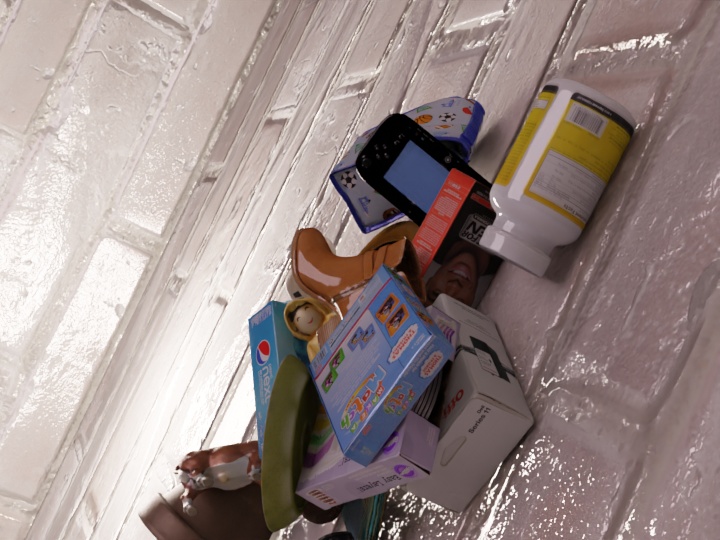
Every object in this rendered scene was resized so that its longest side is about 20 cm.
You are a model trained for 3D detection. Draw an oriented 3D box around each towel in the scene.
[{"bbox_3d":[0.006,0.254,1.223,0.147,0.021,0.202,-104,21,-60],"label":"towel"}]

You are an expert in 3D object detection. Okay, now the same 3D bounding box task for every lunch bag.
[{"bbox_3d":[0.081,-0.157,1.449,0.198,0.125,0.170,-26,19,25],"label":"lunch bag"}]

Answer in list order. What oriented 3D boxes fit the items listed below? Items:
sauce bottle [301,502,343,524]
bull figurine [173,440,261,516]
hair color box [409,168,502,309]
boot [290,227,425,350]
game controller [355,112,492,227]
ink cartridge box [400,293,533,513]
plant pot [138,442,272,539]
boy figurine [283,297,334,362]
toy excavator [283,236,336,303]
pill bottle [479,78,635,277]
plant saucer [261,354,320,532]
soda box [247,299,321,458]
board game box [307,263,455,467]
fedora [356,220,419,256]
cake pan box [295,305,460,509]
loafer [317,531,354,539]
[{"bbox_3d":[-0.057,0.277,1.359,0.067,0.065,0.200,-63,6,-1],"label":"sauce bottle"},{"bbox_3d":[-0.161,0.270,1.416,0.122,0.197,0.066,-103,-1,-72],"label":"bull figurine"},{"bbox_3d":[0.113,-0.011,1.275,0.202,0.101,0.061,-62,32,6],"label":"hair color box"},{"bbox_3d":[0.000,0.000,1.264,0.154,0.073,0.202,-37,59,29],"label":"boot"},{"bbox_3d":[0.090,-0.113,1.342,0.105,0.199,0.042,-52,-2,30],"label":"game controller"},{"bbox_3d":[0.100,0.145,1.151,0.147,0.082,0.201,-55,21,22],"label":"ink cartridge box"},{"bbox_3d":[-0.196,0.354,1.506,0.175,0.200,0.200,-49,18,-14],"label":"plant pot"},{"bbox_3d":[-0.019,0.099,1.331,0.125,0.200,0.064,-49,-21,12],"label":"boy figurine"},{"bbox_3d":[-0.083,0.066,1.539,0.193,0.201,0.100,-30,31,14],"label":"toy excavator"},{"bbox_3d":[0.211,-0.100,1.138,0.202,0.111,0.112,-62,21,2],"label":"pill bottle"},{"bbox_3d":[-0.075,0.199,1.188,0.200,0.031,0.203,4,-90,-82],"label":"plant saucer"},{"bbox_3d":[-0.099,0.146,1.363,0.064,0.067,0.202,-35,52,41],"label":"soda box"},{"bbox_3d":[0.015,0.094,1.097,0.152,0.036,0.200,-54,22,9],"label":"board game box"},{"bbox_3d":[0.046,0.030,1.420,0.200,0.081,0.202,-39,33,31],"label":"fedora"},{"bbox_3d":[0.022,0.151,1.122,0.199,0.052,0.186,-30,37,47],"label":"cake pan box"},{"bbox_3d":[-0.046,0.386,1.219,0.071,0.067,0.202,61,140,42],"label":"loafer"}]
